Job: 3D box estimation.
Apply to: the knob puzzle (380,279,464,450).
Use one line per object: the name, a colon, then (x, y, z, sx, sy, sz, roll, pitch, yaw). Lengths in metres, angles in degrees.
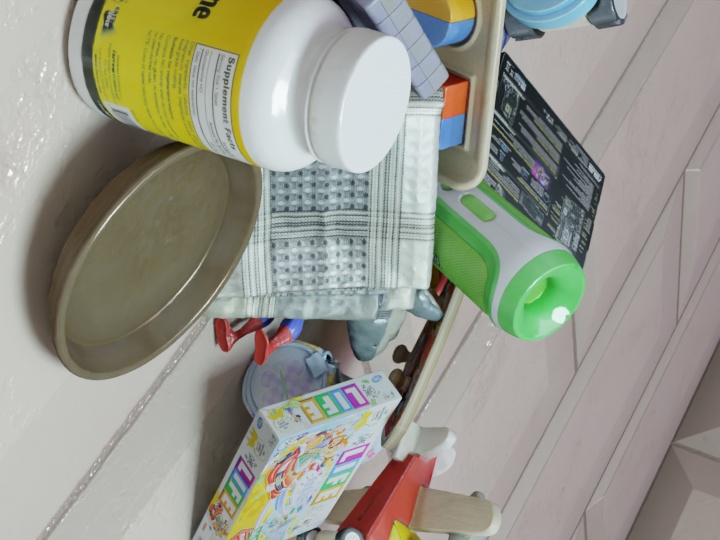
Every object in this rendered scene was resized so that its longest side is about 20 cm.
knob puzzle: (0.050, 0.079, 1.151, 0.220, 0.030, 0.220, -156, -90, -89)

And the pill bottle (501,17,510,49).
pill bottle: (0.095, -0.249, 1.134, 0.200, 0.111, 0.111, -58, 153, -44)

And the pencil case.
pencil case: (-0.036, 0.127, 1.177, 0.091, 0.083, 0.200, -44, 153, -1)

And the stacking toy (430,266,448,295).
stacking toy: (0.056, -0.013, 1.249, 0.200, 0.146, 0.146, -32, 137, -30)

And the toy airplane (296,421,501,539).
toy airplane: (0.044, 0.251, 1.254, 0.141, 0.199, 0.200, 55, 8, -20)

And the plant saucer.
plant saucer: (-0.145, -0.012, 0.877, 0.200, 0.029, 0.200, -44, 157, -25)

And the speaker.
speaker: (0.092, -0.028, 1.027, 0.088, 0.200, 0.089, -23, 135, -25)

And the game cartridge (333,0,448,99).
game cartridge: (-0.028, -0.208, 0.839, 0.038, 0.200, 0.130, -44, 152, 5)

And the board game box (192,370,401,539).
board game box: (-0.059, 0.177, 1.095, 0.134, 0.034, 0.200, -15, 146, -39)

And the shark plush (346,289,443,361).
shark plush: (0.000, 0.000, 1.045, 0.083, 0.091, 0.200, -32, 145, -3)

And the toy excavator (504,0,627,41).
toy excavator: (0.143, -0.305, 1.009, 0.200, 0.100, 0.195, 23, 69, -58)

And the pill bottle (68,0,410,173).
pill bottle: (-0.075, -0.128, 0.785, 0.112, 0.200, 0.113, -44, 144, -44)

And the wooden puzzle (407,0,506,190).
wooden puzzle: (0.034, -0.184, 1.000, 0.046, 0.185, 0.200, -15, 124, -38)

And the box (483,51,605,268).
box: (0.158, -0.085, 1.203, 0.200, 0.043, 0.160, 42, 53, -36)

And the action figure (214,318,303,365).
action figure: (-0.043, -0.007, 1.093, 0.200, 0.065, 0.099, -35, 136, -48)

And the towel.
towel: (-0.035, -0.046, 0.971, 0.035, 0.192, 0.200, -112, -157, -58)
